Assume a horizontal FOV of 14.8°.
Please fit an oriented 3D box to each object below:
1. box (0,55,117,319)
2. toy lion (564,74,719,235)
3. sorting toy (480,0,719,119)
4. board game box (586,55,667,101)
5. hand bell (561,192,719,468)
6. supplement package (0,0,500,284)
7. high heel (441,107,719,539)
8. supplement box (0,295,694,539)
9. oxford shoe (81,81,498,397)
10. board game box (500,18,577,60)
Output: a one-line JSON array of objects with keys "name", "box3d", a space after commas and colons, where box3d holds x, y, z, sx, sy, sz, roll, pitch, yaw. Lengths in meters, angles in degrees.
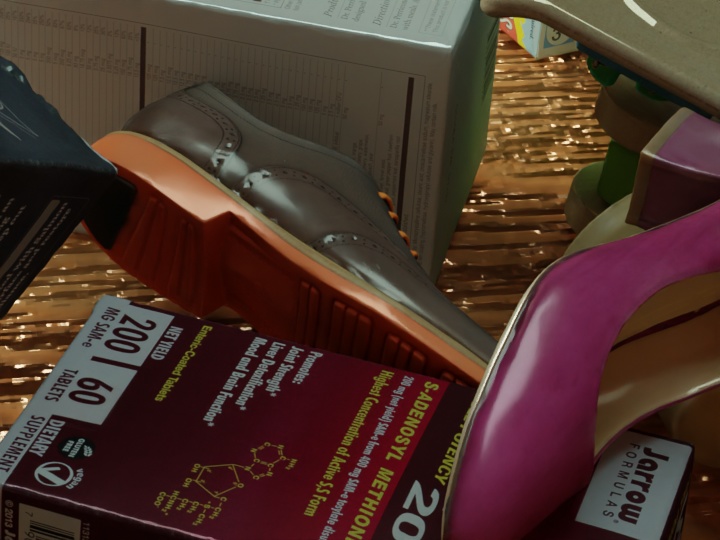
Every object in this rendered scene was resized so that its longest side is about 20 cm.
[{"name": "box", "box3d": [-0.210, -0.054, 0.852, 0.197, 0.117, 0.200, 42, 11, 12]}, {"name": "toy lion", "box3d": [0.190, -0.061, 1.096, 0.192, 0.069, 0.200, 17, 35, 4]}, {"name": "sorting toy", "box3d": [0.153, -0.091, 0.989, 0.200, 0.036, 0.185, 25, 37, 3]}, {"name": "board game box", "box3d": [0.189, -0.107, 1.072, 0.200, 0.026, 0.200, 22, 45, -7]}, {"name": "hand bell", "box3d": [0.137, 0.072, 0.886, 0.104, 0.104, 0.200, -5, 48, -15]}, {"name": "supplement package", "box3d": [-0.055, -0.080, 1.036, 0.200, 0.114, 0.110, 11, 36, 9]}, {"name": "high heel", "box3d": [0.101, 0.026, 0.825, 0.096, 0.067, 0.200, 24, 53, 17]}, {"name": "supplement box", "box3d": [-0.007, 0.080, 0.853, 0.200, 0.061, 0.109, 14, 35, 11]}, {"name": "oxford shoe", "box3d": [0.000, 0.000, 0.933, 0.200, 0.071, 0.073, 35, 55, 13]}, {"name": "board game box", "box3d": [0.069, -0.190, 1.224, 0.105, 0.103, 0.200, -14, 38, -28]}]
